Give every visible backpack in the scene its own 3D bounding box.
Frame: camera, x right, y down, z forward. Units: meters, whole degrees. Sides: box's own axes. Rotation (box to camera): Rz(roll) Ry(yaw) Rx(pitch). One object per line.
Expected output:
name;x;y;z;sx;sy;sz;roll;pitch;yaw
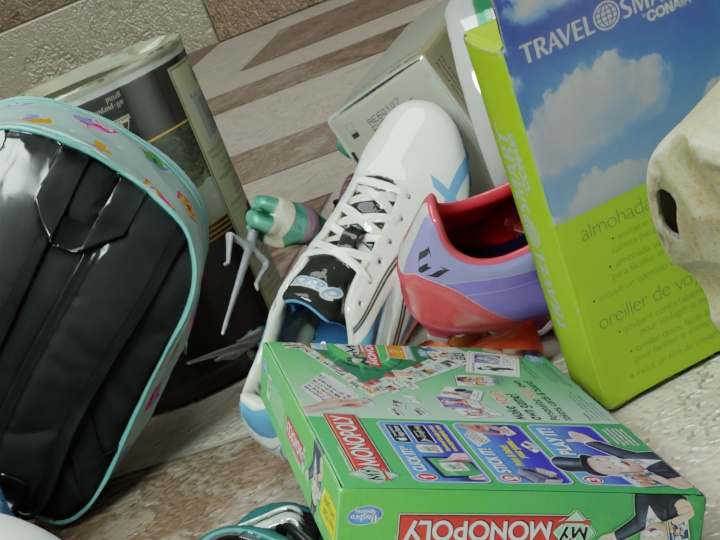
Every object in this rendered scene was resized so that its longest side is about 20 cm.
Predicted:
backpack;-0.174;0.009;0.837;0.201;0.174;0.154;-60;5;21

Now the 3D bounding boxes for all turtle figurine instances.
turtle figurine;-0.023;0.009;0.888;0.151;0.100;0.201;110;-173;-46

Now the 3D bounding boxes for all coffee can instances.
coffee can;-0.142;-0.030;0.982;0.145;0.202;0.147;-21;15;6

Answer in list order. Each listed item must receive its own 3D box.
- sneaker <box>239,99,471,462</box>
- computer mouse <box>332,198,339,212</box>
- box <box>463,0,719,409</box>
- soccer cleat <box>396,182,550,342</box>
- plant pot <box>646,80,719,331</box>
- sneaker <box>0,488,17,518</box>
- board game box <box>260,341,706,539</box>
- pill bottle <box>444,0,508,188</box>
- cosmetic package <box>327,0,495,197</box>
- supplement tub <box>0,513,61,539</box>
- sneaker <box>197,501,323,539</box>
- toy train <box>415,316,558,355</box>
sneaker;0.000;0.000;0.767;0.071;0.073;0.202;16;73;25
computer mouse;0.046;-0.053;1.088;0.109;0.044;0.200;-24;15;-9
box;0.124;-0.054;0.676;0.121;0.202;0.048;-26;25;-13
soccer cleat;0.113;-0.016;0.737;0.197;0.077;0.067;-10;51;-14
plant pot;0.220;-0.049;0.598;0.183;0.202;0.200;-38;19;-13
sneaker;-0.219;0.122;0.763;0.199;0.106;0.076;-6;22;45
board game box;0.037;0.068;0.620;0.133;0.030;0.200;2;11;-11
pill bottle;0.150;-0.112;0.757;0.198;0.114;0.113;-17;16;10
cosmetic package;0.060;-0.097;0.916;0.073;0.104;0.200;-31;13;27
supplement tub;-0.158;0.147;0.516;0.144;0.146;0.199;-32;18;-30
sneaker;-0.031;0.117;0.556;0.071;0.081;0.200;-23;15;-1
toy train;0.074;0.006;0.830;0.149;0.056;0.200;-22;16;3
